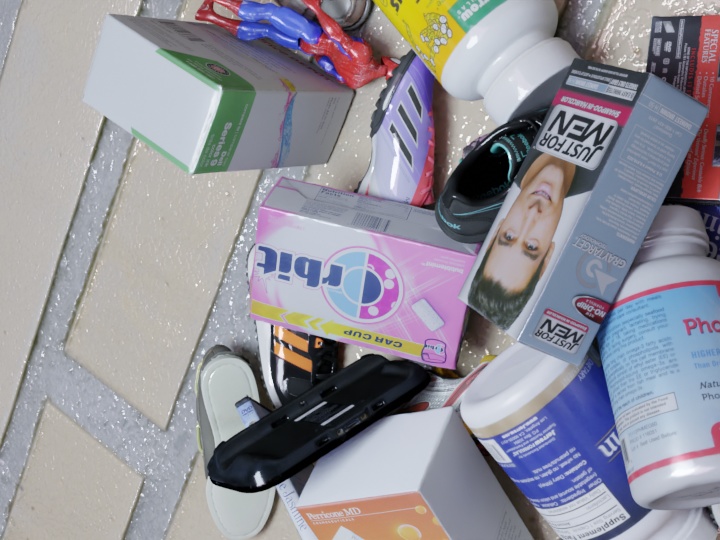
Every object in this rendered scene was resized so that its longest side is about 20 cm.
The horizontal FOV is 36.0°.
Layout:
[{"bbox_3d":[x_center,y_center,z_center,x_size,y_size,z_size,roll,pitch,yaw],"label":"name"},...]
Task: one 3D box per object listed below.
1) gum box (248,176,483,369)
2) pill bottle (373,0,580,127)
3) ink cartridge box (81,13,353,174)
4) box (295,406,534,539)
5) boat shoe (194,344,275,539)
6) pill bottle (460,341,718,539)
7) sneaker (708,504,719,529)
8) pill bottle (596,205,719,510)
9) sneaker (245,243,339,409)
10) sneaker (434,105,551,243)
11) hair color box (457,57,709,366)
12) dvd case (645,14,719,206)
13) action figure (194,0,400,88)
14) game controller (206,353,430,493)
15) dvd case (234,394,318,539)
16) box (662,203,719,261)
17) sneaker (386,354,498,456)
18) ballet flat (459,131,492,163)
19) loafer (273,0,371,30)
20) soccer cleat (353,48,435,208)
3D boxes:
[{"bbox_3d":[0.000,0.000,0.958,0.199,0.066,0.114,14,120,8],"label":"gum box"},{"bbox_3d":[0.089,-0.212,0.906,0.113,0.113,0.200,-45,72,28],"label":"pill bottle"},{"bbox_3d":[-0.123,-0.159,0.997,0.145,0.200,0.088,33,115,24],"label":"ink cartridge box"},{"bbox_3d":[0.058,0.227,0.933,0.124,0.098,0.200,-16,118,33],"label":"box"},{"bbox_3d":[-0.129,0.173,1.121,0.060,0.072,0.203,-137,40,-66],"label":"boat shoe"},{"bbox_3d":[0.180,0.148,0.860,0.116,0.116,0.200,-36,98,30],"label":"pill bottle"},{"bbox_3d":[0.322,0.117,0.817,0.093,0.070,0.201,17,102,36],"label":"sneaker"},{"bbox_3d":[0.227,0.061,0.789,0.108,0.109,0.201,-24,63,32],"label":"pill bottle"},{"bbox_3d":[-0.046,0.059,1.048,0.090,0.070,0.201,-17,84,36],"label":"sneaker"},{"bbox_3d":[0.147,-0.090,0.866,0.200,0.079,0.076,-35,70,-1],"label":"sneaker"},{"bbox_3d":[0.155,-0.045,0.795,0.201,0.060,0.099,-65,26,7],"label":"hair color box"},{"bbox_3d":[0.304,-0.116,0.804,0.199,0.022,0.147,4,83,29],"label":"dvd case"},{"bbox_3d":[-0.050,-0.215,1.002,0.199,0.052,0.065,26,153,2],"label":"action figure"},{"bbox_3d":[-0.034,0.129,0.937,0.104,0.199,0.042,9,123,53],"label":"game controller"},{"bbox_3d":[-0.045,0.216,1.014,0.017,0.143,0.201,-32,67,2],"label":"dvd case"},{"bbox_3d":[0.267,-0.021,0.861,0.121,0.032,0.201,24,109,28],"label":"box"},{"bbox_3d":[0.068,0.133,0.993,0.199,0.078,0.083,-24,58,35],"label":"sneaker"},{"bbox_3d":[0.150,-0.030,0.918,0.071,0.069,0.201,-30,75,26],"label":"ballet flat"},{"bbox_3d":[-0.080,-0.286,1.035,0.200,0.063,0.072,39,115,23],"label":"loafer"},{"bbox_3d":[0.042,-0.097,0.983,0.073,0.068,0.201,22,109,16],"label":"soccer cleat"}]
